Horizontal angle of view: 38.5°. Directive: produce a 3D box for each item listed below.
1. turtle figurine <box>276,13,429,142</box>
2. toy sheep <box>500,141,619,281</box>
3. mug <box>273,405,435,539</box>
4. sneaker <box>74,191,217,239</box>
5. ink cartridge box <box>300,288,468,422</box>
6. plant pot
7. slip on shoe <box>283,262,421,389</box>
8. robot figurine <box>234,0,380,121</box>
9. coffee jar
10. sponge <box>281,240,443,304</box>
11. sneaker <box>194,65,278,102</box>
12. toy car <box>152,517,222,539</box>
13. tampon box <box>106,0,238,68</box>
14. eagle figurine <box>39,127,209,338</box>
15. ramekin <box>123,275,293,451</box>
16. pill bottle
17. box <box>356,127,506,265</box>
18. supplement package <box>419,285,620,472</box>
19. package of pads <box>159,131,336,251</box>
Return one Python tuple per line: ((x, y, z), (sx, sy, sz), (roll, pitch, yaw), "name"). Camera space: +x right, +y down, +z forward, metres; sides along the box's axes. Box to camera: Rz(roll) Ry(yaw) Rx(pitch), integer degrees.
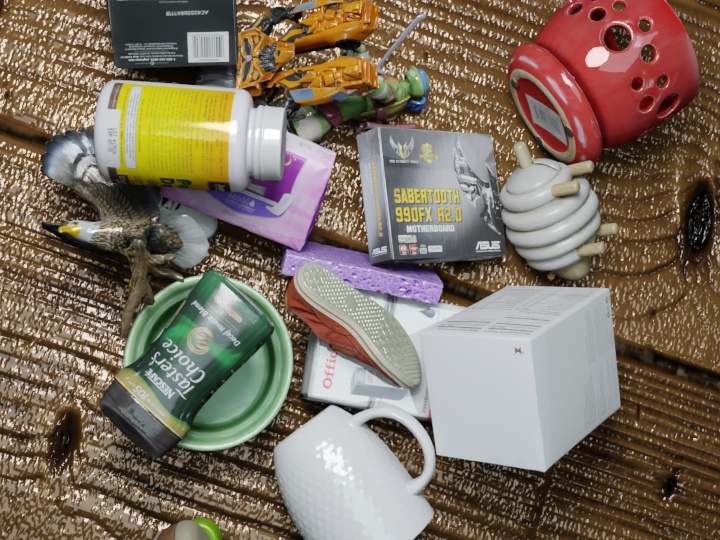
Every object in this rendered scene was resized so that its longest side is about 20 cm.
((-0.016, -0.248, 1.289), (0.191, 0.201, 0.145), (-27, 57, -6), "turtle figurine")
((0.243, -0.075, 1.311), (0.136, 0.138, 0.203), (-28, 108, -11), "toy sheep")
((-0.001, 0.244, 1.221), (0.199, 0.147, 0.177), (-38, 86, 18), "mug")
((-0.266, -0.092, 1.261), (0.197, 0.073, 0.073), (25, 59, -5), "sneaker")
((0.034, 0.103, 1.287), (0.196, 0.085, 0.149), (10, 82, -6), "ink cartridge box")
((0.298, -0.249, 1.312), (0.181, 0.200, 0.202), (-33, 90, -8), "plant pot")
((-0.008, 0.071, 1.215), (0.199, 0.061, 0.075), (38, 39, -13), "slip on shoe")
((-0.071, -0.252, 1.213), (0.196, 0.058, 0.148), (-5, 80, 28), "robot figurine")
((-0.194, 0.105, 1.148), (0.104, 0.085, 0.201), (40, 80, -2), "coffee jar")
((0.000, 0.000, 1.278), (0.196, 0.112, 0.030), (12, 100, -8), "sponge")
((-0.191, -0.210, 1.300), (0.199, 0.074, 0.081), (-38, 81, -17), "sneaker")
((-0.248, 0.393, 1.181), (0.197, 0.164, 0.160), (-23, 87, 2), "toy car")
((-0.225, -0.348, 1.226), (0.146, 0.128, 0.202), (-3, 42, -9), "tampon box")
((-0.287, -0.054, 1.187), (0.152, 0.151, 0.200), (-43, 50, 0), "eagle figurine")
((-0.182, 0.112, 1.243), (0.195, 0.098, 0.205), (1, 83, -9), "ramekin")
((-0.180, -0.143, 1.115), (0.195, 0.109, 0.112), (4, 83, 0), "pill bottle")
((0.092, -0.091, 1.292), (0.197, 0.048, 0.162), (-2, 84, -39), "box")
((0.192, 0.119, 1.216), (0.199, 0.149, 0.155), (-22, 108, -48), "supplement package")
((-0.136, -0.118, 1.219), (0.197, 0.076, 0.122), (21, 110, -6), "package of pads")
